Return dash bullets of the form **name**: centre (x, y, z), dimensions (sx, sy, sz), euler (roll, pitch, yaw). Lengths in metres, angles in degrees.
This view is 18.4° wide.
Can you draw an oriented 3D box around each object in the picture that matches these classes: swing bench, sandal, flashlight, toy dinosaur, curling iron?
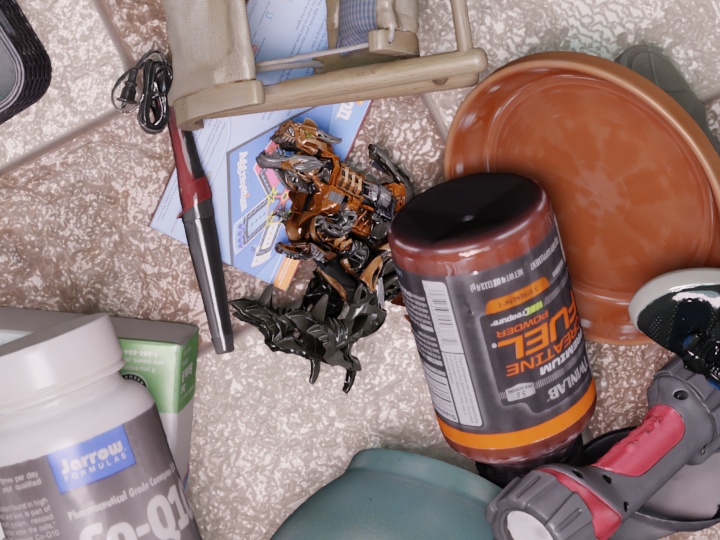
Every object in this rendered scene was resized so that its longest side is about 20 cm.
- **swing bench**: centre (-0.035, -0.201, 1.362), dimensions (0.198, 0.130, 0.200), euler (-8, 89, 0)
- **sandal**: centre (0.223, 0.138, 1.446), dimensions (0.199, 0.043, 0.077), euler (-6, 96, 4)
- **flashlight**: centre (0.161, 0.115, 1.375), dimensions (0.068, 0.200, 0.068), euler (33, 140, 24)
- **toy dinosaur**: centre (0.000, 0.000, 1.417), dimensions (0.200, 0.102, 0.136), euler (43, 72, -2)
- **curling iron**: centre (-0.115, -0.042, 1.432), dimensions (0.049, 0.025, 0.201), euler (-21, 100, -32)

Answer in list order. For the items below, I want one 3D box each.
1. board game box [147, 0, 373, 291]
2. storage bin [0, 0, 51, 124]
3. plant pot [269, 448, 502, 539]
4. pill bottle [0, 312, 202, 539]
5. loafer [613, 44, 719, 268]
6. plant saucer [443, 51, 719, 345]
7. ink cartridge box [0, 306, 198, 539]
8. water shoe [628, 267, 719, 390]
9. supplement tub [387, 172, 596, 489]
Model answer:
- **board game box**: centre (-0.052, -0.099, 1.447), dimensions (0.102, 0.019, 0.201), euler (25, 97, 2)
- **storage bin**: centre (-0.315, -0.125, 1.422), dimensions (0.199, 0.094, 0.136), euler (-31, 94, 5)
- **plant pot**: centre (0.030, 0.196, 1.404), dimensions (0.199, 0.200, 0.135), euler (21, 70, 1)
- **pill bottle**: centre (-0.165, 0.135, 1.347), dimensions (0.113, 0.114, 0.201), euler (-18, 97, 5)
- **loafer**: centre (0.210, -0.047, 1.417), dimensions (0.063, 0.072, 0.201), euler (-33, 88, 47)
- **plant saucer**: centre (0.145, -0.046, 1.386), dimensions (0.199, 0.032, 0.201), euler (20, 131, 25)
- **ink cartridge box**: centre (-0.187, 0.134, 1.448), dimensions (0.144, 0.088, 0.202), euler (5, 99, 2)
- **water shoe**: centre (0.254, 0.063, 1.333), dimensions (0.199, 0.079, 0.072), euler (21, 138, -6)
- **supplement tub**: centre (0.089, 0.047, 1.398), dimensions (0.106, 0.107, 0.201), euler (-14, 117, 5)
